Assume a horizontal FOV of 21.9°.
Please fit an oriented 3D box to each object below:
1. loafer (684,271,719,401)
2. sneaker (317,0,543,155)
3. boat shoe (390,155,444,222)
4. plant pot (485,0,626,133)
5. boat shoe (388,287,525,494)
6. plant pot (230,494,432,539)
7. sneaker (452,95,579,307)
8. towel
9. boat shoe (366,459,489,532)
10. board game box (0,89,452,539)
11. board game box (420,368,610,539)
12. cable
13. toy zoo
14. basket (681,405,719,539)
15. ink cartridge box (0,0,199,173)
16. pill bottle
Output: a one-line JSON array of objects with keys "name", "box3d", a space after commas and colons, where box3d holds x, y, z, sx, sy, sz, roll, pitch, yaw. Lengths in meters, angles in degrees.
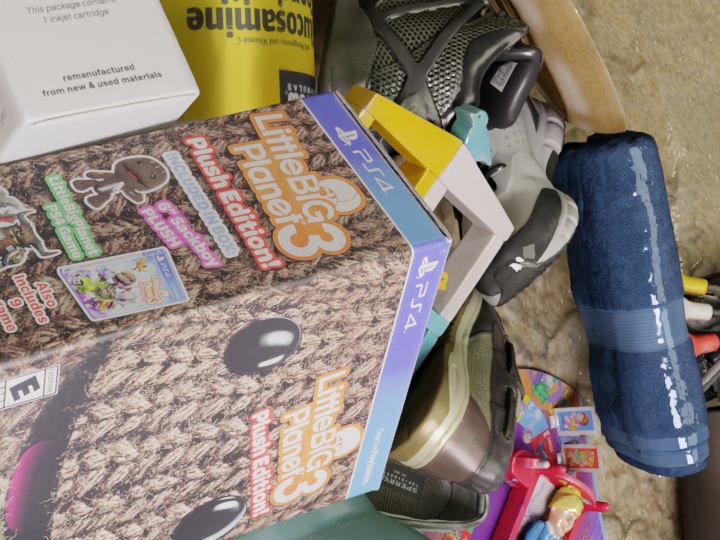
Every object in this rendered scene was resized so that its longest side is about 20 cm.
[{"name": "loafer", "box3d": [0.265, 0.031, 1.253, 0.200, 0.063, 0.072, -33, 108, -38]}, {"name": "sneaker", "box3d": [0.039, -0.134, 1.002, 0.114, 0.076, 0.200, 9, 45, -3]}, {"name": "boat shoe", "box3d": [-0.013, 0.003, 1.002, 0.200, 0.072, 0.076, -43, 116, -35]}, {"name": "plant pot", "box3d": [0.087, -0.158, 1.048, 0.027, 0.200, 0.200, -31, 113, 2]}, {"name": "boat shoe", "box3d": [0.055, 0.065, 1.003, 0.066, 0.072, 0.201, 41, 17, -7]}, {"name": "plant pot", "box3d": [-0.022, 0.192, 0.922, 0.200, 0.200, 0.134, -16, 71, -41]}, {"name": "sneaker", "box3d": [0.070, -0.054, 1.046, 0.080, 0.074, 0.200, 41, 23, -22]}, {"name": "towel", "box3d": [0.157, 0.018, 1.094, 0.048, 0.112, 0.201, -12, 96, -10]}, {"name": "boat shoe", "box3d": [-0.011, 0.094, 0.997, 0.200, 0.071, 0.072, 20, 75, -36]}, {"name": "board game box", "box3d": [-0.084, 0.035, 0.755, 0.199, 0.097, 0.160, -16, 141, -27]}, {"name": "board game box", "box3d": [0.107, 0.160, 1.120, 0.158, 0.039, 0.201, -16, 97, -41]}, {"name": "cable", "box3d": [0.244, 0.031, 1.187, 0.199, 0.050, 0.097, -7, 67, -6]}, {"name": "toy zoo", "box3d": [0.000, 0.000, 0.917, 0.131, 0.020, 0.200, 39, 82, -42]}, {"name": "basket", "box3d": [0.274, 0.186, 1.211, 0.180, 0.136, 0.201, -2, 85, -55]}, {"name": "ink cartridge box", "box3d": [-0.166, -0.121, 0.780, 0.084, 0.146, 0.200, -15, 74, -36]}, {"name": "pill bottle", "box3d": [-0.078, -0.103, 0.922, 0.112, 0.112, 0.201, -2, 89, -42]}]
